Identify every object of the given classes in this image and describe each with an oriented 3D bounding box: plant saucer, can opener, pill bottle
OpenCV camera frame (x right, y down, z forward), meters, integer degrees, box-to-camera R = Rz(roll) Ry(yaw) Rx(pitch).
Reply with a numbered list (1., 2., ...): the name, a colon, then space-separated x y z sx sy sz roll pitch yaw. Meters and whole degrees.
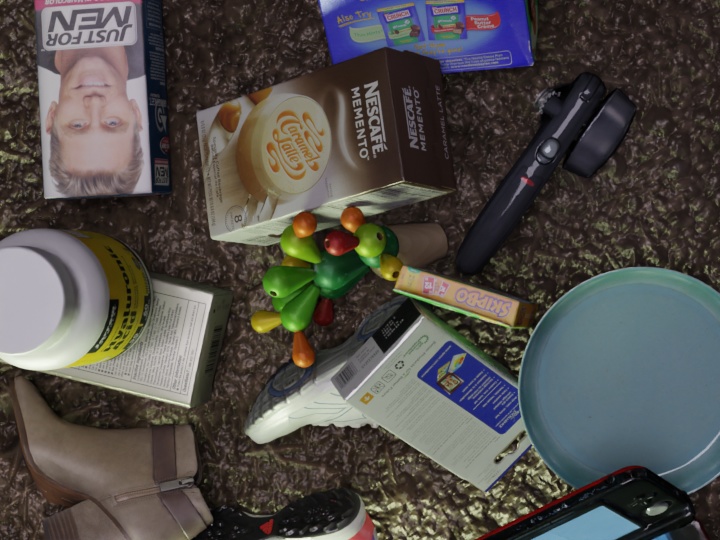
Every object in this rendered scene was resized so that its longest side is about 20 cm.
1. plant saucer: 0.228 0.093 1.593 0.199 0.027 0.201 0 101 1
2. can opener: 0.142 -0.078 1.604 0.079 0.063 0.200 40 98 7
3. pill bottle: -0.242 0.023 1.535 0.111 0.200 0.112 0 90 10

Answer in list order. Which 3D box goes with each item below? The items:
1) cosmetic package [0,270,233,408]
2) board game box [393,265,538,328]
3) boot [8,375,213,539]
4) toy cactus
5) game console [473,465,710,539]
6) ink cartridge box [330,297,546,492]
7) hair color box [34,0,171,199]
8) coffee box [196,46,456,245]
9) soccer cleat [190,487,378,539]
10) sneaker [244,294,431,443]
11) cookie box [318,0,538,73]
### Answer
1. cosmetic package: -0.220 0.045 1.670 0.199 0.071 0.106 14 93 10
2. board game box: 0.086 0.022 1.547 0.095 0.200 0.030 17 94 10
3. boot: -0.213 0.162 1.676 0.146 0.070 0.201 -18 68 -5
4. toy cactus: 0.000 0.000 1.596 0.164 0.200 0.103 -16 70 -27
5. game console: 0.186 0.263 1.569 0.200 0.172 0.119 -29 60 18
6. ink cartridge box: 0.072 0.105 1.586 0.095 0.200 0.037 -46 40 8
7. hair color box: -0.222 -0.163 1.671 0.100 0.061 0.201 -3 92 11
8. coffee box: -0.030 -0.099 1.582 0.199 0.080 0.115 -16 77 34
9. soccer cleat: -0.080 0.239 1.657 0.199 0.068 0.073 -13 126 20
10. sneaker: -0.009 0.102 1.634 0.200 0.075 0.087 -28 113 21
11. cookie box: 0.048 -0.258 1.558 0.170 0.075 0.201 -4 130 11
